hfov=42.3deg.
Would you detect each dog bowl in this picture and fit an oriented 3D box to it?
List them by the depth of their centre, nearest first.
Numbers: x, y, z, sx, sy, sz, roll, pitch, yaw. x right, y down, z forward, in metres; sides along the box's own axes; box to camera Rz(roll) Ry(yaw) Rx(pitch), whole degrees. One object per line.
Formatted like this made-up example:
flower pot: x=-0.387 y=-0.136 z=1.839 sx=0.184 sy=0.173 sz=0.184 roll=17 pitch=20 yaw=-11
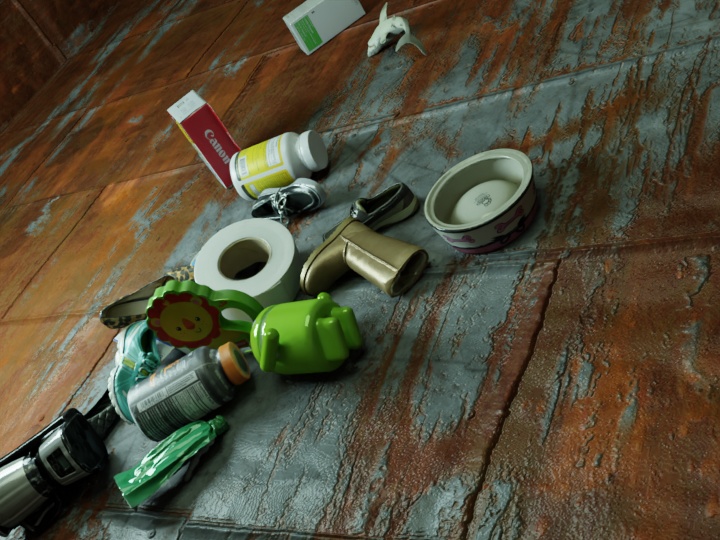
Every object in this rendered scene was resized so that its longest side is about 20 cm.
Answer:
dog bowl: x=0.209 y=-0.111 z=1.563 sx=0.198 sy=0.074 sz=0.202 roll=-23 pitch=35 yaw=17

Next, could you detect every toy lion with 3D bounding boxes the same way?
toy lion: x=-0.266 y=0.087 z=1.623 sx=0.198 sy=0.193 sz=0.069 roll=-20 pitch=35 yaw=20

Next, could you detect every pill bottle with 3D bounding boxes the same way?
pill bottle: x=-0.286 y=0.199 z=1.580 sx=0.198 sy=0.107 sz=0.107 roll=-30 pitch=33 yaw=6
pill bottle: x=-0.175 y=-0.231 z=2.018 sx=0.197 sy=0.113 sz=0.113 roll=-17 pitch=37 yaw=25

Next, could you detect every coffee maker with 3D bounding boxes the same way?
coffee maker: x=-0.555 y=0.335 z=1.622 sx=0.199 sy=0.135 sz=0.193 roll=-33 pitch=32 yaw=1

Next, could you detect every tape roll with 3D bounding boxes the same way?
tape roll: x=-0.207 y=0.000 z=1.740 sx=0.199 sy=0.071 sz=0.205 roll=-9 pitch=48 yaw=10

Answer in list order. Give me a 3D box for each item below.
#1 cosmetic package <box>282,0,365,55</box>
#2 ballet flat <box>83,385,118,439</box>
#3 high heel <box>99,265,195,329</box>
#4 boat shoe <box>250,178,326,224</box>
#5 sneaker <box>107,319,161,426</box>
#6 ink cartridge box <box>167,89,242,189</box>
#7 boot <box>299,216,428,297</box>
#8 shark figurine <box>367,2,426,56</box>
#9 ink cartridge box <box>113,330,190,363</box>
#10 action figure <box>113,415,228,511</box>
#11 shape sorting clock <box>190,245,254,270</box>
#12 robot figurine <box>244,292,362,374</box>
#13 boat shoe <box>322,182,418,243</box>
cosmetic package: x=-0.099 y=-0.696 z=2.543 sx=0.199 sy=0.108 sz=0.085 roll=-36 pitch=33 yaw=0
ballet flat: x=-0.465 y=0.236 z=1.736 sx=0.066 sy=0.057 sz=0.201 roll=-4 pitch=44 yaw=37
high heel: x=-0.394 y=0.049 z=1.758 sx=0.199 sy=0.072 sz=0.142 roll=-35 pitch=-13 yaw=16
boat shoe: x=-0.153 y=-0.138 z=1.915 sx=0.197 sy=0.074 sz=0.068 roll=0 pitch=41 yaw=42
sneaker: x=-0.406 y=0.180 z=1.696 sx=0.079 sy=0.077 sz=0.203 roll=-18 pitch=58 yaw=28
ink cartridge box: x=-0.345 y=-0.300 z=2.173 sx=0.084 sy=0.201 sz=0.176 roll=-38 pitch=32 yaw=-6
boot: x=0.000 y=0.000 z=1.614 sx=0.199 sy=0.066 sz=0.176 roll=31 pitch=84 yaw=47
shark figurine: x=0.101 y=-0.574 z=2.245 sx=0.214 sy=0.088 sz=0.130 roll=21 pitch=95 yaw=61
ink cartridge box: x=-0.366 y=0.099 z=1.837 sx=0.196 sy=0.047 sz=0.201 roll=16 pitch=60 yaw=48
action figure: x=-0.297 y=0.303 z=1.507 sx=0.199 sy=0.055 sz=0.118 roll=-37 pitch=31 yaw=-16
shape sorting clock: x=-0.257 y=-0.043 z=1.896 sx=0.197 sy=0.040 sz=0.201 roll=-15 pitch=30 yaw=9
robot figurine: x=-0.096 y=0.109 z=1.515 sx=0.198 sy=0.117 sz=0.175 roll=-8 pitch=19 yaw=37
boat shoe: x=0.010 y=-0.106 z=1.737 sx=0.199 sy=0.066 sz=0.072 roll=-25 pitch=34 yaw=15
